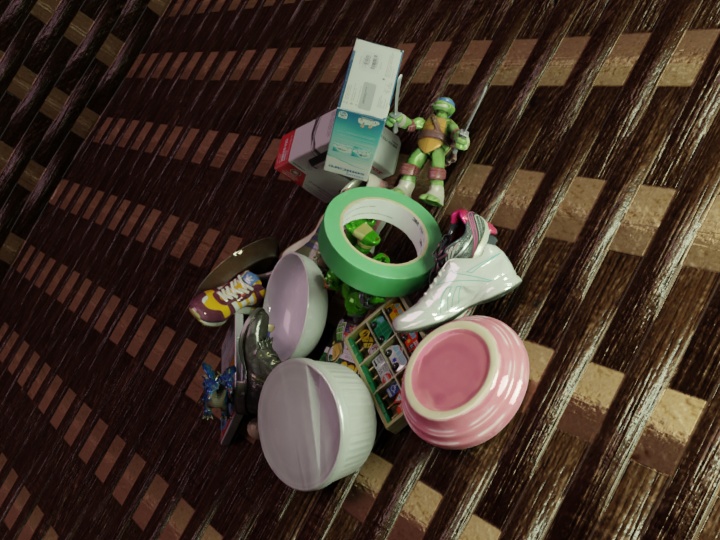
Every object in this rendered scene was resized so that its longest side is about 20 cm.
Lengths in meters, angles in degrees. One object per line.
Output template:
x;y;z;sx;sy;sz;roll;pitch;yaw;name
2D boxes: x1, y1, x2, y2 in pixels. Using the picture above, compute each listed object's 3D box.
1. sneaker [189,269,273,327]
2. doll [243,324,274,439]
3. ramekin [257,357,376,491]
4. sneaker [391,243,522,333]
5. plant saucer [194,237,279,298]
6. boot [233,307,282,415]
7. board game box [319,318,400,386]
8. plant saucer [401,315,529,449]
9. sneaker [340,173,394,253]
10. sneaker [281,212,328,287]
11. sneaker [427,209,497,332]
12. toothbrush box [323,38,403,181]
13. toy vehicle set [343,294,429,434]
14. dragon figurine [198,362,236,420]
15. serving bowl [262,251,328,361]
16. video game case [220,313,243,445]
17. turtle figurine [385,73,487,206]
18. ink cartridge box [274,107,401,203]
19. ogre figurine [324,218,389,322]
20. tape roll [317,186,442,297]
-0.234;0.041;1.815;0.075;0.200;0.090;45;120;17;sneaker
-0.182;0.198;1.734;0.136;0.048;0.201;-28;58;58;doll
-0.061;0.231;1.494;0.202;0.094;0.204;0;90;48;ramekin
0.131;0.030;1.434;0.200;0.070;0.081;-27;81;3;sneaker
-0.233;0.013;1.918;0.200;0.200;0.035;-43;75;19;plant saucer
-0.116;0.167;1.628;0.173;0.069;0.201;5;88;20;boot
0.004;0.144;1.609;0.200;0.023;0.105;12;74;55;board game box
0.137;0.148;1.370;0.200;0.051;0.201;-20;50;26;plant saucer
-0.013;-0.084;1.747;0.075;0.105;0.201;22;80;46;sneaker
-0.065;-0.040;1.825;0.200;0.067;0.090;-39;45;25;sneaker
0.137;0.002;1.509;0.080;0.075;0.201;2;65;52;sneaker
0.003;-0.268;1.658;0.200;0.085;0.147;108;177;-65;toothbrush box
0.057;0.138;1.505;0.124;0.026;0.200;-42;43;13;toy vehicle set
-0.243;0.190;1.669;0.200;0.059;0.100;-114;30;-71;dragon figurine
-0.108;0.071;1.752;0.200;0.066;0.201;-30;56;56;serving bowl
-0.235;0.199;1.790;0.143;0.017;0.201;120;152;-53;video game case
0.107;-0.218;1.653;0.200;0.143;0.195;148;137;-83;turtle figurine
-0.043;-0.222;1.872;0.200;0.144;0.084;-20;49;43;ink cartridge box
0.000;0.000;1.641;0.200;0.098;0.120;59;141;30;ogre figurine
0.032;-0.049;1.578;0.048;0.199;0.201;112;164;-47;tape roll
